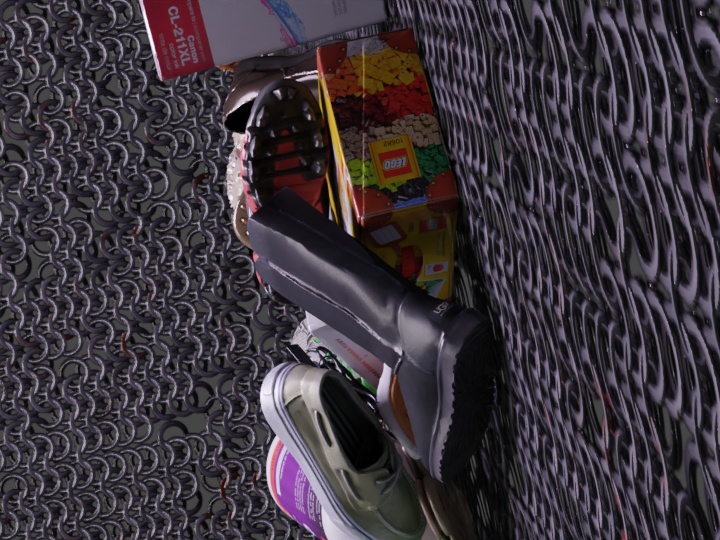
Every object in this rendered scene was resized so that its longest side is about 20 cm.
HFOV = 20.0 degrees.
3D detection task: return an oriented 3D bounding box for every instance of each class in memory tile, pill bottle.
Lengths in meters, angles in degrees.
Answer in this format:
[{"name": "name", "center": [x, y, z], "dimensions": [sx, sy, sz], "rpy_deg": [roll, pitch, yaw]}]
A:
[{"name": "memory tile", "center": [0.072, 0.195, 1.671], "dimensions": [0.201, 0.017, 0.154], "rpy_deg": [62, -173, -46]}, {"name": "pill bottle", "center": [-0.002, 0.196, 1.821], "dimensions": [0.200, 0.112, 0.114], "rpy_deg": [-156, 52, -64]}]

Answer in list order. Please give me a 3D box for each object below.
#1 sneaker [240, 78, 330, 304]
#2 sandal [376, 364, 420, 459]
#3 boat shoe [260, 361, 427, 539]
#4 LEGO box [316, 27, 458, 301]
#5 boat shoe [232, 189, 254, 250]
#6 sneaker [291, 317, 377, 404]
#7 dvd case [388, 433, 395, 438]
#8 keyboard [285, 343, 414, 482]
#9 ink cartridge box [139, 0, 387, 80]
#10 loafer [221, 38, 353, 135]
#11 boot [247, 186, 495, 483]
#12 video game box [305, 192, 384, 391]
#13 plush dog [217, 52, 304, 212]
[{"name": "sneaker", "center": [-0.059, -0.074, 1.606], "dimensions": [0.098, 0.070, 0.202], "rpy_deg": [-102, 6, -51]}, {"name": "sandal", "center": [0.057, 0.084, 1.623], "dimensions": [0.079, 0.059, 0.207], "rpy_deg": [54, -165, -17]}, {"name": "boat shoe", "center": [-0.003, 0.148, 1.559], "dimensions": [0.062, 0.072, 0.200], "rpy_deg": [0, 139, 46]}, {"name": "LEGO box", "center": [0.020, -0.068, 1.579], "dimensions": [0.200, 0.076, 0.150], "rpy_deg": [88, 168, -66]}, {"name": "boat shoe", "center": [-0.046, -0.108, 1.846], "dimensions": [0.201, 0.072, 0.068], "rpy_deg": [-58, -10, 6]}, {"name": "sneaker", "center": [-0.034, 0.084, 1.883], "dimensions": [0.200, 0.085, 0.079], "rpy_deg": [-152, 41, -73]}, {"name": "dvd case", "center": [0.034, 0.176, 1.996], "dimensions": [0.149, 0.016, 0.200], "rpy_deg": [48, 176, -1]}, {"name": "keyboard", "center": [0.004, 0.137, 1.704], "dimensions": [0.200, 0.039, 0.105], "rpy_deg": [47, 146, 33]}, {"name": "ink cartridge box", "center": [-0.085, -0.227, 1.731], "dimensions": [0.146, 0.198, 0.084], "rpy_deg": [-126, 22, -80]}, {"name": "loafer", "center": [-0.041, -0.138, 1.694], "dimensions": [0.199, 0.072, 0.073], "rpy_deg": [-4, 140, 49]}, {"name": "boot", "center": [0.004, 0.048, 1.502], "dimensions": [0.199, 0.066, 0.166], "rpy_deg": [29, 137, 26]}, {"name": "video game box", "center": [0.000, 0.000, 1.753], "dimensions": [0.182, 0.046, 0.201], "rpy_deg": [47, -153, -53]}, {"name": "plush dog", "center": [-0.080, -0.117, 1.967], "dimensions": [0.200, 0.159, 0.173], "rpy_deg": [-114, 37, -66]}]
